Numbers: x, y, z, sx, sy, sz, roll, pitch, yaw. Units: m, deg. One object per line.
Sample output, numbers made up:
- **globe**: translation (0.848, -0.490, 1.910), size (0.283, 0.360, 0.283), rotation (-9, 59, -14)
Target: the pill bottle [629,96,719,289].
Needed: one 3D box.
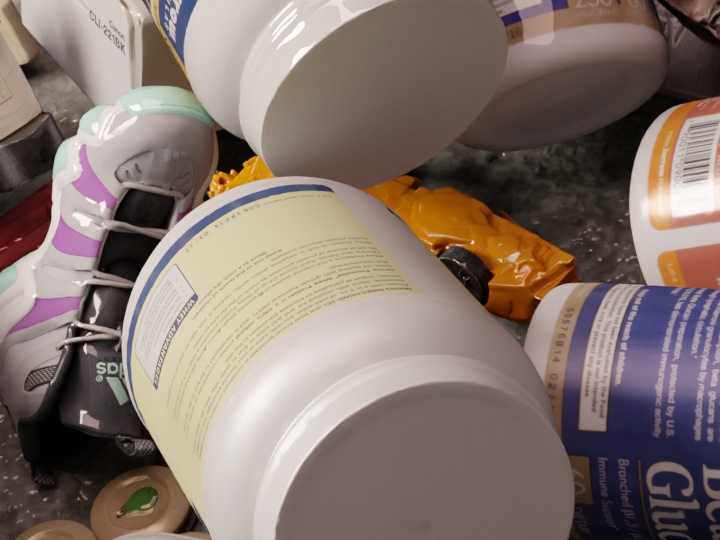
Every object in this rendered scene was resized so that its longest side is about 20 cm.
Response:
- **pill bottle**: translation (0.227, -0.032, 1.112), size (0.200, 0.112, 0.112), rotation (-8, 43, 36)

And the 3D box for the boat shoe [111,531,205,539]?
- **boat shoe**: translation (-0.045, 0.150, 1.074), size (0.200, 0.070, 0.071), rotation (26, 60, 35)

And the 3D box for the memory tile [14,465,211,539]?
- **memory tile**: translation (-0.068, 0.153, 1.142), size (0.153, 0.017, 0.200), rotation (-30, 46, -10)

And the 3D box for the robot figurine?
- **robot figurine**: translation (0.000, 0.000, 1.234), size (0.200, 0.058, 0.145), rotation (27, 61, 36)

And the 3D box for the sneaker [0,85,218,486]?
- **sneaker**: translation (-0.110, 0.022, 1.189), size (0.078, 0.200, 0.140), rotation (7, 46, -27)

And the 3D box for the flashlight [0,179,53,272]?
- **flashlight**: translation (-0.170, -0.018, 1.304), size (0.200, 0.068, 0.068), rotation (-36, 48, -15)

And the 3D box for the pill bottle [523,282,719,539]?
- **pill bottle**: translation (0.174, 0.064, 1.074), size (0.200, 0.111, 0.111), rotation (2, 49, 22)

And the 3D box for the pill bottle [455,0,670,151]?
- **pill bottle**: translation (0.070, -0.169, 1.247), size (0.116, 0.116, 0.200), rotation (-17, 72, 4)

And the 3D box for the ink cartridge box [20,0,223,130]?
- **ink cartridge box**: translation (-0.062, -0.151, 1.337), size (0.200, 0.084, 0.144), rotation (-15, 40, -27)

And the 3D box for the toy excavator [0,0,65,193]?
- **toy excavator**: translation (-0.225, -0.091, 1.334), size (0.194, 0.100, 0.200), rotation (-37, 19, -27)

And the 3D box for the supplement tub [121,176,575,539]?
- **supplement tub**: translation (-0.007, 0.059, 1.045), size (0.145, 0.145, 0.200), rotation (-27, 29, -7)

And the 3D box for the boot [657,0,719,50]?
- **boot**: translation (0.245, -0.144, 1.155), size (0.166, 0.072, 0.200), rotation (-52, 47, -2)

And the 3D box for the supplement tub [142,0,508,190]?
- **supplement tub**: translation (-0.032, -0.147, 1.167), size (0.144, 0.144, 0.200), rotation (-27, 57, -7)

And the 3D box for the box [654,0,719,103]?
- **box**: translation (0.202, -0.154, 1.263), size (0.200, 0.048, 0.159), rotation (18, 89, 32)
